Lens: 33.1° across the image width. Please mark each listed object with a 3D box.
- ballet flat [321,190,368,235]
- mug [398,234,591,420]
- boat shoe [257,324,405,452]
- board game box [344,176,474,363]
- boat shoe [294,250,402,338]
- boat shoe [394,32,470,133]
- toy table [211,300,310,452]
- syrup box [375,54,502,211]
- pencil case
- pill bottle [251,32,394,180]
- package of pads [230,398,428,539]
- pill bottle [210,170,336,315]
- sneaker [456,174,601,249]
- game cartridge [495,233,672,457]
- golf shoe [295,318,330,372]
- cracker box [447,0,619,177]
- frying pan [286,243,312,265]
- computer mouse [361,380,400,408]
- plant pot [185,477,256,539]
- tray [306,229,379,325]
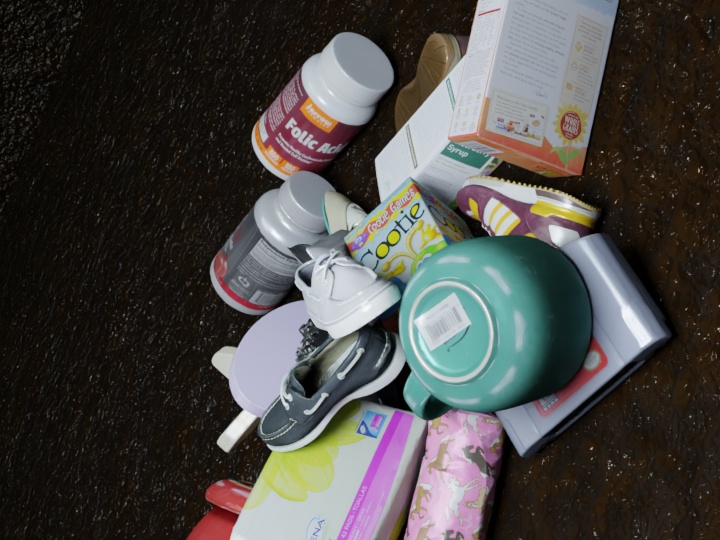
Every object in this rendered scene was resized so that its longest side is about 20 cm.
[{"bbox_3d":[-0.001,-0.027,1.488,0.069,0.069,0.200,-45,42,40],"label":"ballet flat"},{"bbox_3d":[0.107,0.063,1.063,0.152,0.114,0.185,16,103,36],"label":"mug"},{"bbox_3d":[-0.043,0.111,1.196,0.200,0.060,0.076,-41,37,27],"label":"boat shoe"},{"bbox_3d":[0.076,0.013,1.261,0.103,0.105,0.200,-43,39,15],"label":"board game box"},{"bbox_3d":[-0.019,0.015,1.144,0.072,0.069,0.200,-34,9,-7],"label":"boat shoe"},{"bbox_3d":[0.096,-0.203,1.400,0.200,0.072,0.072,113,140,-56],"label":"boat shoe"},{"bbox_3d":[-0.090,0.133,1.456,0.184,0.200,0.117,50,137,18],"label":"toy table"},{"bbox_3d":[0.105,-0.144,1.337,0.200,0.079,0.082,-46,39,39],"label":"syrup box"},{"bbox_3d":[0.086,0.225,1.186,0.083,0.086,0.200,94,-170,-86],"label":"pencil case"},{"bbox_3d":[-0.049,-0.214,1.598,0.200,0.114,0.114,-44,41,42],"label":"pill bottle"},{"bbox_3d":[-0.028,0.224,1.235,0.154,0.068,0.200,12,59,26],"label":"package of pads"},{"bbox_3d":[-0.110,-0.039,1.617,0.200,0.111,0.111,-48,38,37],"label":"pill bottle"},{"bbox_3d":[0.151,-0.039,1.212,0.200,0.075,0.090,15,84,61],"label":"sneaker"},{"bbox_3d":[0.180,0.064,1.110,0.200,0.041,0.133,-50,54,36],"label":"game cartridge"},{"bbox_3d":[-0.018,0.093,1.342,0.078,0.095,0.200,-37,8,7],"label":"golf shoe"},{"bbox_3d":[0.173,-0.206,1.197,0.058,0.134,0.200,3,78,60],"label":"cracker box"},{"bbox_3d":[-0.029,0.016,1.384,0.115,0.190,0.031,44,91,15],"label":"frying pan"},{"bbox_3d":[0.030,0.179,1.336,0.140,0.046,0.200,-44,41,42],"label":"computer mouse"},{"bbox_3d":[-0.110,0.338,1.346,0.200,0.200,0.183,7,77,60],"label":"plant pot"},{"bbox_3d":[0.000,0.000,1.336,0.022,0.107,0.200,-38,0,13],"label":"tray"}]
